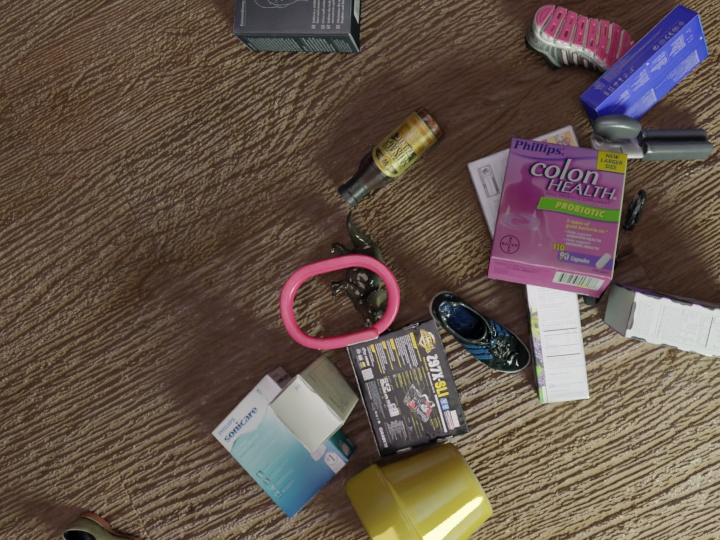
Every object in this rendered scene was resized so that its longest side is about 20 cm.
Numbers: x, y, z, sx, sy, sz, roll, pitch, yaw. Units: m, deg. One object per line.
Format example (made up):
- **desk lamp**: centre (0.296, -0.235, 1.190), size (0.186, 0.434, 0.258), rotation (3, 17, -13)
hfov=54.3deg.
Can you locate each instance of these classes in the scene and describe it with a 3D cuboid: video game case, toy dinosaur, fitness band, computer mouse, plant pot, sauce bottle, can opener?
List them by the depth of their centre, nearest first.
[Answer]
- **can opener**: centre (0.451, -0.201, 1.085), size (0.198, 0.067, 0.053), rotation (1, 59, -10)
- **computer mouse**: centre (0.400, -0.037, 1.119), size (0.034, 0.058, 0.202), rotation (29, 104, 29)
- **plant pot**: centre (0.100, 0.382, 1.124), size (0.188, 0.201, 0.202), rotation (-29, 87, -7)
- **fitness band**: centre (-0.034, 0.051, 1.144), size (0.198, 0.037, 0.145), rotation (-12, 86, 9)
- **video game case**: centre (0.293, -0.113, 1.158), size (0.180, 0.023, 0.202), rotation (-19, 88, 9)
- **sauce bottle**: centre (0.048, -0.185, 1.173), size (0.200, 0.066, 0.066), rotation (-43, 85, 8)
- **toy dinosaur**: centre (0.000, 0.000, 1.191), size (0.101, 0.077, 0.203), rotation (0, 87, -3)

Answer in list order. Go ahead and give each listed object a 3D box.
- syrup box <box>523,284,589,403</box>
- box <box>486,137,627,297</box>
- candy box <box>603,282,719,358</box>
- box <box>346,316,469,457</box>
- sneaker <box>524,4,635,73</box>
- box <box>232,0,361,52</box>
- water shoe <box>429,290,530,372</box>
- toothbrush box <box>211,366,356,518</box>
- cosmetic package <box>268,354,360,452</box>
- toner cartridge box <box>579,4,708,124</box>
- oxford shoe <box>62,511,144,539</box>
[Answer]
- **syrup box**: centre (0.313, 0.103, 1.131), size (0.080, 0.079, 0.202), rotation (-8, 90, 9)
- **box**: centre (0.297, -0.081, 1.067), size (0.174, 0.097, 0.202), rotation (11, 73, 11)
- **candy box**: centre (0.487, 0.078, 1.058), size (0.198, 0.168, 0.072), rotation (12, 95, 8)
- **box**: centre (0.080, 0.196, 1.186), size (0.158, 0.049, 0.202), rotation (-18, 89, 6)
- **sneaker**: centre (0.348, -0.357, 1.121), size (0.198, 0.087, 0.075), rotation (15, 84, -15)
- **box**: centre (-0.101, -0.451, 1.167), size (0.198, 0.107, 0.150), rotation (4, 93, 8)
- **water shoe**: centre (0.195, 0.110, 1.134), size (0.199, 0.079, 0.072), rotation (33, 96, -9)
- **toothbrush box**: centre (-0.129, 0.290, 1.202), size (0.200, 0.085, 0.147), rotation (44, 98, 5)
- **cosmetic package**: centre (-0.068, 0.208, 1.132), size (0.071, 0.200, 0.105), rotation (-45, 84, 7)
- **toner cartridge box**: centre (0.441, -0.303, 1.091), size (0.200, 0.095, 0.043), rotation (-43, 48, 7)
- **oxford shoe**: centre (-0.446, 0.512, 1.262), size (0.198, 0.075, 0.071), rotation (24, 94, 7)
